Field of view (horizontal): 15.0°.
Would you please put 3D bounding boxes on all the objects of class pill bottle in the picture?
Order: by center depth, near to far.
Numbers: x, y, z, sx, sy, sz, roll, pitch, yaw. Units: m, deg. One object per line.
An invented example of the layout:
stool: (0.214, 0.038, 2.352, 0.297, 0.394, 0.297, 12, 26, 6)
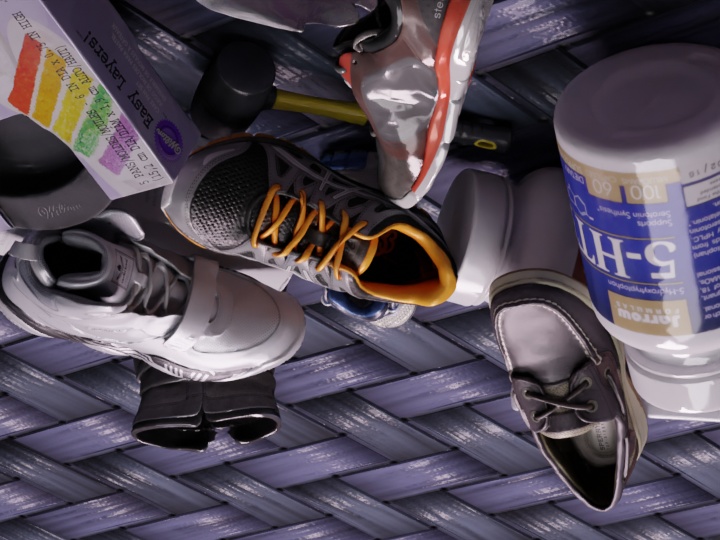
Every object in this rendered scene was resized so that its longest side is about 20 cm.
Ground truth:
pill bottle: (0.187, -0.021, 1.600, 0.120, 0.120, 0.200, -3, 126, 18)
pill bottle: (0.151, -0.002, 1.731, 0.200, 0.112, 0.112, 13, 153, -14)

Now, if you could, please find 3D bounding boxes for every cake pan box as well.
cake pan box: (-0.216, -0.112, 1.588, 0.184, 0.052, 0.200, -11, 126, 35)

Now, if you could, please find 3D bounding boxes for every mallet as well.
mallet: (-0.001, -0.101, 1.659, 0.200, 0.041, 0.066, 5, 152, -9)

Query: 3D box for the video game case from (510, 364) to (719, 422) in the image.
video game case: (0.218, 0.069, 1.828, 0.200, 0.022, 0.182, 2, -168, 16)

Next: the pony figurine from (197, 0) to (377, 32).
pony figurine: (-0.066, -0.194, 1.381, 0.193, 0.167, 0.200, 8, 170, 14)

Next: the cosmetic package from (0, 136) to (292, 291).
cosmetic package: (-0.139, -0.042, 1.760, 0.200, 0.074, 0.102, 12, 153, -17)

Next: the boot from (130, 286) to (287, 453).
boot: (-0.149, 0.059, 1.894, 0.200, 0.132, 0.070, -4, 152, 20)

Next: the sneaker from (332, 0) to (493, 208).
sneaker: (0.024, -0.117, 1.586, 0.082, 0.077, 0.200, 17, 141, 1)

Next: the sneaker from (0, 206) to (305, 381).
sneaker: (-0.128, 0.016, 1.689, 0.200, 0.075, 0.115, 12, 166, -5)

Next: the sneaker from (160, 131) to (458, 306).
sneaker: (-0.025, -0.027, 1.646, 0.200, 0.078, 0.077, 14, -165, -27)

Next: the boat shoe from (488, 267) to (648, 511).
boat shoe: (0.130, 0.076, 1.686, 0.072, 0.065, 0.200, -8, 139, 18)

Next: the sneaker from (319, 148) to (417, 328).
sneaker: (0.000, 0.000, 1.797, 0.077, 0.085, 0.200, 1, 154, 10)
